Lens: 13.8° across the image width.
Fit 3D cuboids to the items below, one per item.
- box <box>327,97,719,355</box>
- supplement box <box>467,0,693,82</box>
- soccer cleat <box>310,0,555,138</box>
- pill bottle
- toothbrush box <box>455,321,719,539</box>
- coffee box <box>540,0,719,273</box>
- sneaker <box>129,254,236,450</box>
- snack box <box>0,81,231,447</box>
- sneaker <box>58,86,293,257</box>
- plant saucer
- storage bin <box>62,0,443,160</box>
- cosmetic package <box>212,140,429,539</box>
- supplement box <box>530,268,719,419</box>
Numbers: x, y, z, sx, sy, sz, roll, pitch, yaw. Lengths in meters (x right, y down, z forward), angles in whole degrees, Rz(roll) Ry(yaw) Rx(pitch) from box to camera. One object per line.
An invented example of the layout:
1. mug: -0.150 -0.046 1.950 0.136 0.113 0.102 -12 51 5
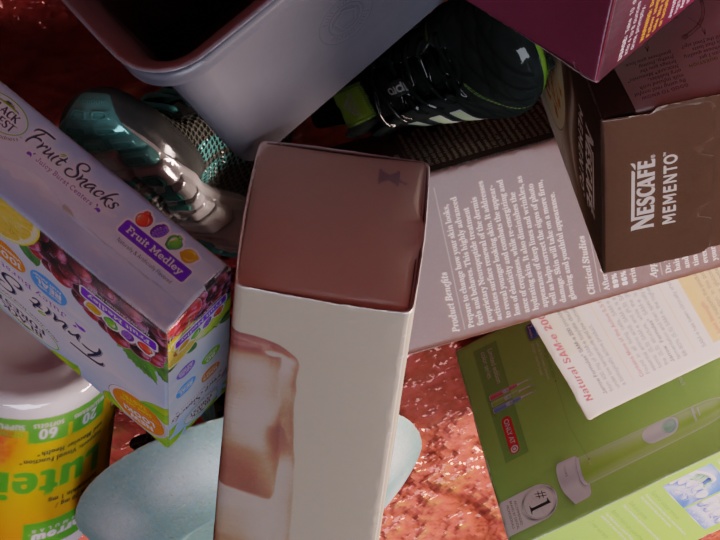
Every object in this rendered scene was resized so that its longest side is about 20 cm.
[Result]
1. box: 0.083 -0.032 1.547 0.199 0.075 0.100 -15 115 -7
2. supplement box: 0.129 -0.189 1.368 0.200 0.110 0.086 -40 154 -35
3. soccer cleat: 0.032 -0.096 1.487 0.081 0.068 0.200 -26 -173 -20
4. pill bottle: -0.196 0.095 1.684 0.111 0.111 0.200 -3 139 -12
5. toothbrush box: 0.174 0.079 1.741 0.200 0.146 0.086 -28 142 16
6. coffee box: 0.129 -0.115 1.459 0.079 0.200 0.115 -12 140 -5
7. sneaker: -0.108 0.038 1.664 0.095 0.079 0.201 10 125 22
8. snack box: -0.153 -0.016 1.467 0.053 0.200 0.142 -46 164 -20
9. sneaker: -0.091 -0.070 1.522 0.077 0.092 0.200 7 168 24
10. plant saucer: -0.058 0.135 1.665 0.200 0.039 0.201 -13 155 -6
11. storage bin: -0.042 -0.157 1.412 0.200 0.146 0.134 -40 150 -6
12. cosmetic package: -0.021 0.044 1.457 0.087 0.104 0.200 9 136 0
13. supplement box: 0.183 -0.021 1.648 0.200 0.074 0.126 -26 107 15
